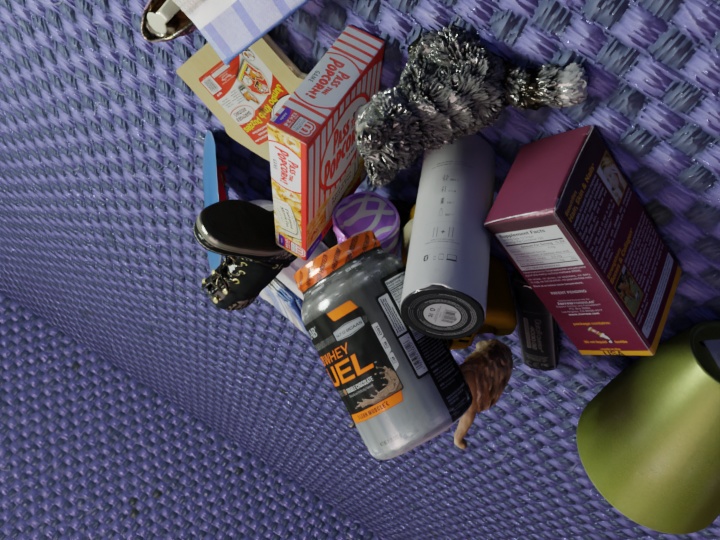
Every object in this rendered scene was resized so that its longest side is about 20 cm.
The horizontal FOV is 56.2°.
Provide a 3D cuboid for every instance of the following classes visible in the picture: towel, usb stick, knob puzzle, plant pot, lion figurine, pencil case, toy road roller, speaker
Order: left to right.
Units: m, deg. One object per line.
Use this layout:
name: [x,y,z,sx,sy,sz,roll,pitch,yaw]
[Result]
towel: [-0.134,-0.301,0.595,0.145,0.024,0.201,-24,120,26]
knob puzzle: [-0.106,-0.197,0.804,0.216,0.031,0.222,25,150,15]
towel: [-0.148,0.046,1.175,0.199,0.024,0.148,37,161,38]
pencil case: [0.000,0.000,0.820,0.084,0.084,0.203,48,151,32]
lion figurine: [0.087,0.134,0.776,0.196,0.125,0.072,7,-161,-31]
speaker: [0.089,-0.041,0.660,0.079,0.204,0.082,7,144,5]
toy road roller: [0.118,0.018,0.795,0.142,0.126,0.202,-4,150,-5]
usb stick: [0.229,0.067,0.876,0.054,0.033,0.202,9,144,25]
plant pot: [0.364,0.156,0.751,0.184,0.188,0.203,24,137,14]

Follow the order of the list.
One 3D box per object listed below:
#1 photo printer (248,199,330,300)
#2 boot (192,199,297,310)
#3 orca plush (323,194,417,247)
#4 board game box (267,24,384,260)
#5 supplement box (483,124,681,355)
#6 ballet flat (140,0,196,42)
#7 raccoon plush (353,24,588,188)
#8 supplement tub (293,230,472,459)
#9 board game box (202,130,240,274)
photo printer: [-0.104,-0.025,1.004,0.199,0.070,0.166,42,166,-17]
boot: [-0.153,-0.009,0.825,0.153,0.202,0.074,-42,72,26]
orca plush: [0.009,-0.043,0.885,0.197,0.072,0.106,8,144,39]
board game box: [-0.037,-0.127,0.713,0.046,0.153,0.201,27,152,11]
supplement box: [0.221,-0.022,0.657,0.085,0.111,0.200,-8,132,51]
ballet flat: [-0.180,-0.286,0.695,0.069,0.072,0.198,44,150,-20]
raccoon plush: [0.081,-0.139,0.588,0.197,0.135,0.097,4,141,43]
supplement tub: [0.018,0.072,0.680,0.203,0.121,0.122,61,151,5]
board game box: [-0.193,-0.092,0.952,0.038,0.206,0.158,-3,176,-19]
